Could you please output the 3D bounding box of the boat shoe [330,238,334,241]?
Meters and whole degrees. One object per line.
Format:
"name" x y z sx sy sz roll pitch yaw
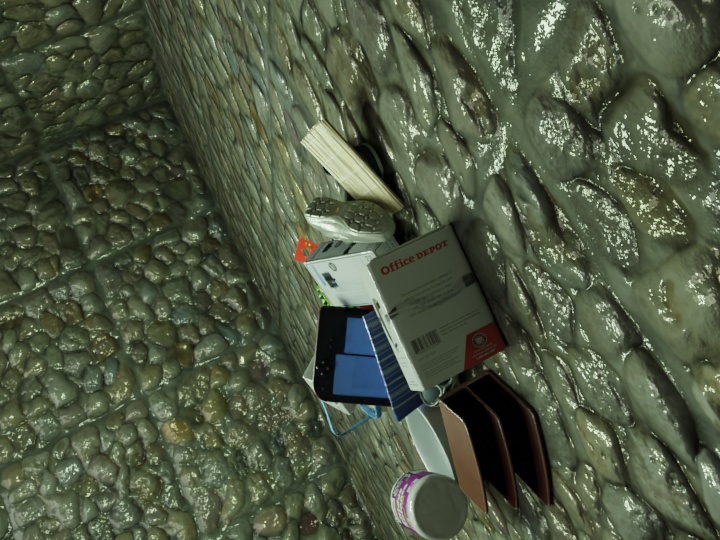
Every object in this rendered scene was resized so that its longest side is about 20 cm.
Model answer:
"boat shoe" -0.030 -0.051 1.636 0.201 0.068 0.073 91 175 -68

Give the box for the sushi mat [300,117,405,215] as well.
"sushi mat" -0.015 -0.165 1.290 0.200 0.012 0.095 46 151 -9

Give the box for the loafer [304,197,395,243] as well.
"loafer" -0.013 -0.081 1.329 0.198 0.070 0.070 19 157 42

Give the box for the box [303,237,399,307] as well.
"box" 0.000 0.000 1.388 0.198 0.060 0.118 -7 124 48

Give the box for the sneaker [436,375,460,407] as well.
"sneaker" 0.137 0.151 1.360 0.093 0.070 0.203 -6 107 56

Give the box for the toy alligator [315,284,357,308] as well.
"toy alligator" -0.038 0.074 1.515 0.201 0.054 0.059 54 -156 20

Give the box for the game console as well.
"game console" 0.011 0.163 1.444 0.031 0.196 0.181 -127 42 -81

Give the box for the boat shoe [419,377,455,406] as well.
"boat shoe" 0.125 0.154 1.264 0.074 0.062 0.203 25 129 17

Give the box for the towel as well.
"towel" 0.078 0.154 1.391 0.024 0.144 0.204 -12 99 44

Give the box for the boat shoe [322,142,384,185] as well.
"boat shoe" -0.017 -0.187 1.352 0.200 0.061 0.076 34 143 64

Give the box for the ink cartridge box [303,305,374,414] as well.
"ink cartridge box" -0.024 0.174 1.584 0.082 0.202 0.147 20 158 23

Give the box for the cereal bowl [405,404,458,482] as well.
"cereal bowl" 0.165 0.325 1.469 0.202 0.082 0.201 58 164 27

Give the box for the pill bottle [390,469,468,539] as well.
"pill bottle" 0.118 0.430 1.417 0.114 0.111 0.200 64 165 5

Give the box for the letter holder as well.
"letter holder" 0.215 0.288 1.198 0.142 0.099 0.203 39 150 56

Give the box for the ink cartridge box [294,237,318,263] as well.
"ink cartridge box" -0.054 0.013 1.614 0.197 0.048 0.160 26 162 -2

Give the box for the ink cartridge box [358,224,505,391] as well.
"ink cartridge box" 0.103 0.056 1.136 0.203 0.145 0.083 66 168 3

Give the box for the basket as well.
"basket" -0.006 0.254 1.733 0.179 0.197 0.139 66 166 -9

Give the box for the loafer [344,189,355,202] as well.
"loafer" 0.011 -0.060 1.412 0.070 0.074 0.203 -112 6 -59
